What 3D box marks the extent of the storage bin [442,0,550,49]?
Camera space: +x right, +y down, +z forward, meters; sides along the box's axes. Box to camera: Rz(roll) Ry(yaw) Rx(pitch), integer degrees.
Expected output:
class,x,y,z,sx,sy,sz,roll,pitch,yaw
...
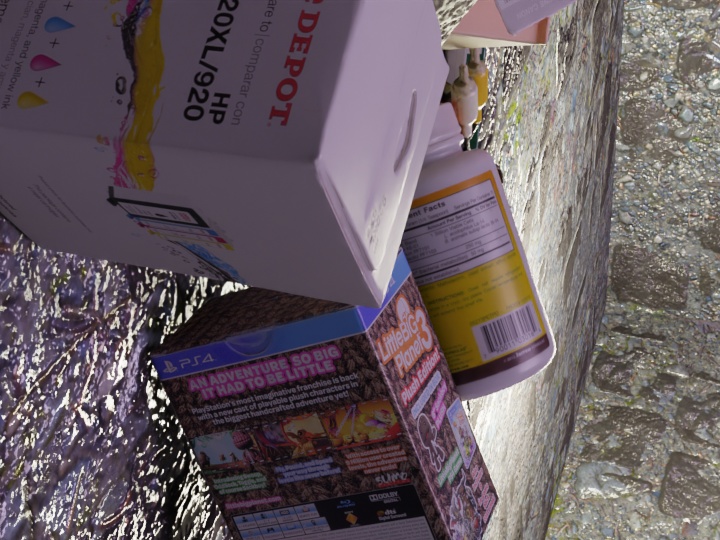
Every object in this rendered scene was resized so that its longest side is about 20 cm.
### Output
class,x,y,z,sx,sy,sz,roll,pitch,yaw
storage bin,0.073,-0.279,0.972,0.200,0.093,0.200,-159,-106,-67

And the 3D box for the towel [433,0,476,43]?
class,x,y,z,sx,sy,sz,roll,pitch,yaw
towel,0.000,-0.134,0.740,0.148,0.037,0.200,-24,167,-37

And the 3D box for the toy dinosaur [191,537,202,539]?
class,x,y,z,sx,sy,sz,roll,pitch,yaw
toy dinosaur,-0.090,0.261,0.816,0.181,0.200,0.105,33,81,-37

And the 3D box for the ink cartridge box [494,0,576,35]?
class,x,y,z,sx,sy,sz,roll,pitch,yaw
ink cartridge box,0.106,-0.278,0.836,0.161,0.050,0.201,-31,103,-26

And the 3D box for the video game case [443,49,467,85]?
class,x,y,z,sx,sy,sz,roll,pitch,yaw
video game case,0.078,-0.177,1.199,0.183,0.023,0.201,-95,-172,-57

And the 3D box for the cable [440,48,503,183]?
class,x,y,z,sx,sy,sz,roll,pitch,yaw
cable,0.093,-0.107,1.097,0.097,0.050,0.200,-49,142,-19

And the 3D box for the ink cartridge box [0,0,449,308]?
class,x,y,z,sx,sy,sz,roll,pitch,yaw
ink cartridge box,-0.076,-0.089,0.582,0.145,0.199,0.148,63,39,-63

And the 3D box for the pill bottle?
class,x,y,z,sx,sy,sz,roll,pitch,yaw
pill bottle,0.061,-0.014,0.870,0.201,0.109,0.109,71,22,-5

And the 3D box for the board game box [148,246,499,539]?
class,x,y,z,sx,sy,sz,roll,pitch,yaw
board game box,-0.020,0.108,0.820,0.201,0.159,0.097,69,27,-15

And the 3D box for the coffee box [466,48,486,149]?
class,x,y,z,sx,sy,sz,roll,pitch,yaw
coffee box,0.104,-0.207,1.306,0.123,0.044,0.201,-97,-171,-69
